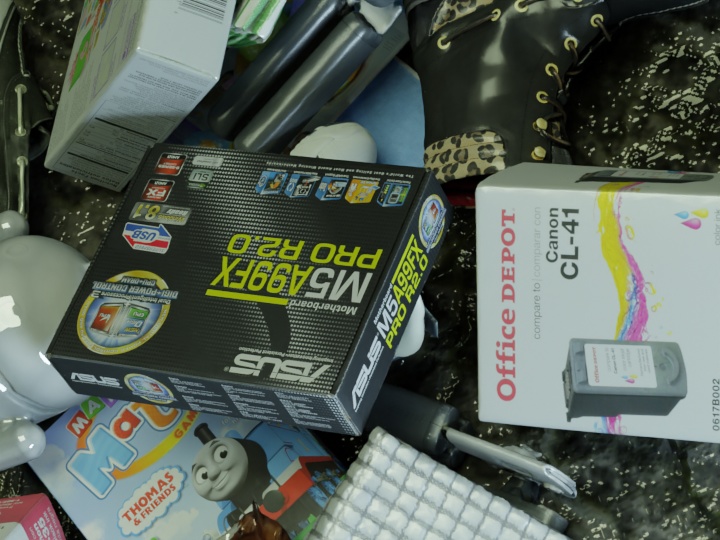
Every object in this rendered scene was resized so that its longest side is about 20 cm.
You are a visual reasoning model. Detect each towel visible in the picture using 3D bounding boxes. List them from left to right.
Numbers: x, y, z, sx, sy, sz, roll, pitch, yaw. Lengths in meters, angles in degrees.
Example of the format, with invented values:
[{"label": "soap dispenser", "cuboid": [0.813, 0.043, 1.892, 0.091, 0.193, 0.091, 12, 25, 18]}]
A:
[{"label": "towel", "cuboid": [-0.060, -0.202, 1.741, 0.023, 0.200, 0.153, 32, 81, -15]}, {"label": "towel", "cuboid": [0.051, 0.205, 1.536, 0.200, 0.086, 0.166, 29, 88, 6]}]

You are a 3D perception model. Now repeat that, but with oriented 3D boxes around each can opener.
[{"label": "can opener", "cuboid": [-0.021, -0.153, 1.673, 0.200, 0.067, 0.053, -48, 68, 8]}, {"label": "can opener", "cuboid": [0.037, 0.111, 1.628, 0.200, 0.053, 0.067, 18, 76, 29]}]

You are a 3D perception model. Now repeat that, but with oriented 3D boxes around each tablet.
[{"label": "tablet", "cuboid": [-0.024, -0.047, 1.741, 0.200, 0.014, 0.130, -48, 59, -2]}]

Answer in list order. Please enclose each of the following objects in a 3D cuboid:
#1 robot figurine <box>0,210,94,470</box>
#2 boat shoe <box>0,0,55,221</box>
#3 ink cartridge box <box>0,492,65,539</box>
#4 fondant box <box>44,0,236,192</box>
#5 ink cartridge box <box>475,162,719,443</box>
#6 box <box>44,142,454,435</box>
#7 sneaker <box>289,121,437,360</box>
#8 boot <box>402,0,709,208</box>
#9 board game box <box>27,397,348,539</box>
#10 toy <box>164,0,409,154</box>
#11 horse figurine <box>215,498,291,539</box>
[{"label": "robot figurine", "cuboid": [-0.232, 0.047, 1.716, 0.200, 0.113, 0.170, -24, 64, 32]}, {"label": "boat shoe", "cuboid": [-0.238, -0.096, 1.827, 0.064, 0.071, 0.200, 8, 60, -9]}, {"label": "ink cartridge box", "cuboid": [-0.275, 0.216, 1.630, 0.146, 0.200, 0.083, -9, 106, 19]}, {"label": "fondant box", "cuboid": [-0.134, -0.154, 1.727, 0.058, 0.200, 0.144, 19, 65, -18]}, {"label": "ink cartridge box", "cuboid": [0.171, 0.019, 1.560, 0.200, 0.086, 0.148, 3, 100, 22]}, {"label": "box", "cuboid": [-0.064, 0.007, 1.586, 0.200, 0.044, 0.160, 7, 57, 30]}, {"label": "sneaker", "cuboid": [0.000, 0.000, 1.647, 0.129, 0.080, 0.199, 13, 50, 23]}, {"label": "boot", "cuboid": [0.122, -0.120, 1.672, 0.200, 0.073, 0.151, -5, 68, 14]}, {"label": "board game box", "cuboid": [-0.098, 0.133, 1.685, 0.151, 0.037, 0.200, -44, 59, 2]}, {"label": "toy", "cuboid": [-0.054, -0.133, 1.758, 0.200, 0.047, 0.115, -51, 52, -3]}, {"label": "horse figurine", "cuboid": [-0.048, 0.252, 1.591, 0.133, 0.050, 0.200, -39, 78, -3]}]
